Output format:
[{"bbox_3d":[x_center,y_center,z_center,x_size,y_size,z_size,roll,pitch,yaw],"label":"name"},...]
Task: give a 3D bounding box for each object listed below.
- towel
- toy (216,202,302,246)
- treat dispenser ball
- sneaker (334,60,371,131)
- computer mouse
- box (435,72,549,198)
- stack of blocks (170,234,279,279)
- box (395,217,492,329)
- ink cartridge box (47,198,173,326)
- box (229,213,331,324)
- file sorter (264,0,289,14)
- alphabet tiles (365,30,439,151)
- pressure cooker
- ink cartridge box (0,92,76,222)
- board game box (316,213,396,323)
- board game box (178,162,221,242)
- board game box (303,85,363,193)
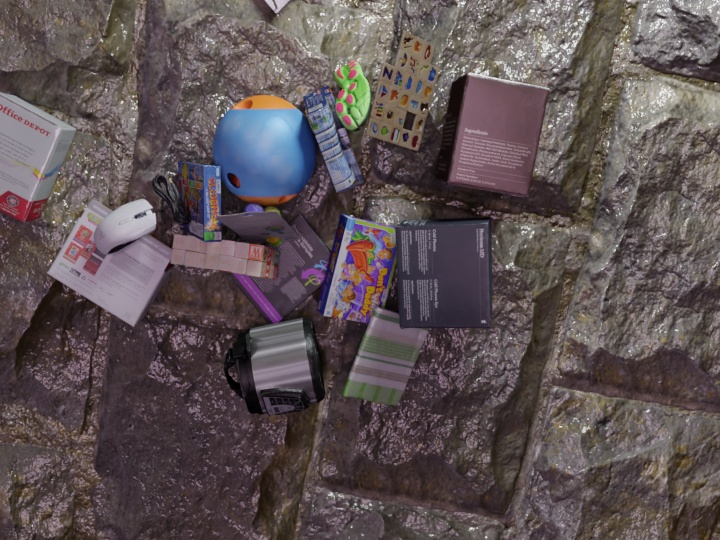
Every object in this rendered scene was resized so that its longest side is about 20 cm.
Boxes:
[{"bbox_3d":[0.053,0.183,1.422,0.146,0.031,0.204,17,102,-28],"label":"towel"},{"bbox_3d":[-0.187,-0.095,1.276,0.112,0.200,0.049,-5,75,7],"label":"toy"},{"bbox_3d":[-0.181,-0.226,1.273,0.195,0.201,0.207,0,100,-2],"label":"treat dispenser ball"},{"bbox_3d":[-0.003,-0.324,1.274,0.075,0.203,0.084,-24,129,19],"label":"sneaker"},{"bbox_3d":[-0.427,-0.095,1.275,0.197,0.044,0.111,-29,83,4],"label":"computer mouse"},{"bbox_3d":[0.249,-0.259,1.302,0.160,0.166,0.205,9,101,-3],"label":"box"},{"bbox_3d":[-0.270,-0.028,1.325,0.195,0.115,0.060,9,88,10],"label":"stack of blocks"},{"bbox_3d":[0.167,0.004,1.316,0.177,0.104,0.206,0,100,15],"label":"box"},{"bbox_3d":[-0.490,-0.020,1.357,0.198,0.084,0.178,33,95,-8],"label":"ink cartridge box"},{"bbox_3d":[-0.154,0.001,1.399,0.199,0.036,0.144,-39,99,6],"label":"box"},{"bbox_3d":[-0.137,-0.613,1.246,0.200,0.125,0.139,-43,99,6],"label":"file sorter"},{"bbox_3d":[0.088,-0.347,1.303,0.007,0.165,0.205,22,101,40],"label":"alphabet tiles"},{"bbox_3d":[-0.176,0.199,1.363,0.195,0.179,0.181,-10,96,-3],"label":"pressure cooker"},{"bbox_3d":[-0.670,-0.221,1.314,0.143,0.083,0.203,27,98,-6],"label":"ink cartridge box"},{"bbox_3d":[0.000,0.000,1.379,0.131,0.045,0.205,10,100,-25],"label":"board game box"},{"bbox_3d":[-0.311,-0.135,1.288,0.034,0.199,0.139,-4,102,-28],"label":"board game box"},{"bbox_3d":[-0.046,-0.236,1.303,0.060,0.201,0.203,-21,115,3],"label":"board game box"}]
